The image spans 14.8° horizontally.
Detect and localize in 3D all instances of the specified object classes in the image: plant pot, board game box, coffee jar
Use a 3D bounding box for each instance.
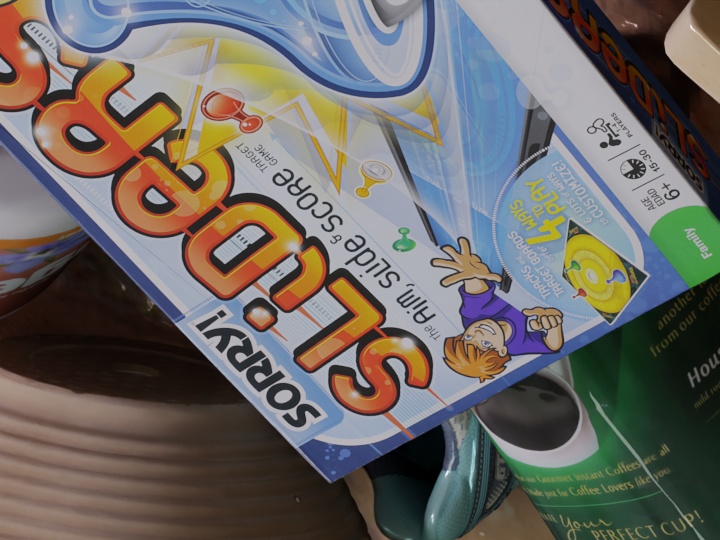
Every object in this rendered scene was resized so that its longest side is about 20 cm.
[{"bbox_3d":[-0.079,0.075,0.892,0.201,0.201,0.093,13,100,36],"label":"plant pot"},{"bbox_3d":[-0.014,-0.047,0.689,0.135,0.034,0.200,-30,120,23],"label":"board game box"},{"bbox_3d":[0.079,0.027,0.809,0.104,0.085,0.200,-9,121,55],"label":"coffee jar"}]

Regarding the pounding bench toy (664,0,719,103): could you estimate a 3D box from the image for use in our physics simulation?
[{"bbox_3d":[0.135,-0.098,0.586,0.200,0.124,0.156,40,146,4],"label":"pounding bench toy"}]

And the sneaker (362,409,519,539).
[{"bbox_3d":[0.000,0.000,0.858,0.078,0.086,0.200,-8,122,47],"label":"sneaker"}]

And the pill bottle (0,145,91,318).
[{"bbox_3d":[-0.134,-0.042,0.913,0.112,0.112,0.200,45,158,-3],"label":"pill bottle"}]
